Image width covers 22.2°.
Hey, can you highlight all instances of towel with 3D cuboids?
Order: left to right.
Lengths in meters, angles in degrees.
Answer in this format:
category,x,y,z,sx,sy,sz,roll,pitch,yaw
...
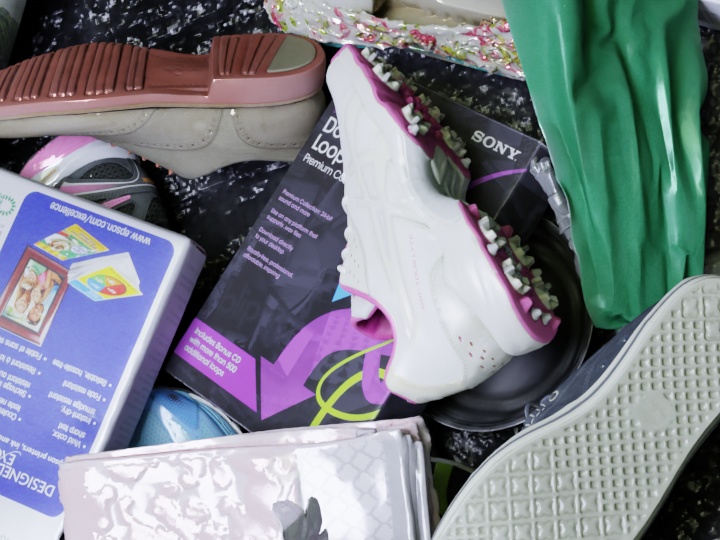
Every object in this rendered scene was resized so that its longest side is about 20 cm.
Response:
category,x,y,z,sx,sy,sz,roll,pitch,yaw
towel,-0.048,0.177,0.863,0.189,0.032,0.202,-9,85,19

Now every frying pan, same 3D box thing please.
category,x,y,z,sx,sy,sz,roll,pitch,yaw
frying pan,0.093,0.043,0.910,0.189,0.031,0.116,34,94,30

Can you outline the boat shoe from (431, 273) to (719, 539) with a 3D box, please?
category,x,y,z,sx,sy,sz,roll,pitch,yaw
boat shoe,0.107,0.084,0.836,0.075,0.062,0.200,43,80,2

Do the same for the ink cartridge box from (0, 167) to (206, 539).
category,x,y,z,sx,sy,sz,roll,pitch,yaw
ink cartridge box,-0.206,0.047,0.973,0.196,0.047,0.202,20,82,18

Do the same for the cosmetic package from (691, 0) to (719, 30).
category,x,y,z,sx,sy,sz,roll,pitch,yaw
cosmetic package,0.255,-0.173,0.871,0.199,0.052,0.152,20,86,29

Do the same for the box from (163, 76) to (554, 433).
category,x,y,z,sx,sy,sz,roll,pitch,yaw
box,0.000,0.000,0.941,0.143,0.036,0.201,30,86,41

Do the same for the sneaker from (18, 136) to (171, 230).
category,x,y,z,sx,sy,sz,roll,pitch,yaw
sneaker,-0.188,0.010,1.035,0.200,0.080,0.086,-46,65,11

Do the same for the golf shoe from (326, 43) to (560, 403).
category,x,y,z,sx,sy,sz,roll,pitch,yaw
golf shoe,0.015,-0.025,0.874,0.091,0.075,0.201,-40,50,17

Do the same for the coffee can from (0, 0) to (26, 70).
category,x,y,z,sx,sy,sz,roll,pitch,yaw
coffee can,-0.264,-0.181,1.077,0.145,0.146,0.202,12,85,28

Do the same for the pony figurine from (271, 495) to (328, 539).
category,x,y,z,sx,sy,sz,roll,pitch,yaw
pony figurine,-0.078,0.208,0.793,0.198,0.167,0.194,7,126,16

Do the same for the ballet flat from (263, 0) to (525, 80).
category,x,y,z,sx,sy,sz,roll,pitch,yaw
ballet flat,0.032,-0.150,0.966,0.198,0.064,0.076,12,60,26

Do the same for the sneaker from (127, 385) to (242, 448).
category,x,y,z,sx,sy,sz,roll,pitch,yaw
sneaker,-0.087,0.151,0.945,0.078,0.090,0.202,-26,69,20

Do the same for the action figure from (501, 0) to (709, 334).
category,x,y,z,sx,sy,sz,roll,pitch,yaw
action figure,0.124,-0.048,0.875,0.055,0.117,0.202,-166,64,-66

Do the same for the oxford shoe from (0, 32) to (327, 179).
category,x,y,z,sx,sy,sz,roll,pitch,yaw
oxford shoe,-0.115,-0.079,0.992,0.198,0.074,0.071,-1,34,7

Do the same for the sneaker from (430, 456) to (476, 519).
category,x,y,z,sx,sy,sz,roll,pitch,yaw
sneaker,0.065,0.143,0.875,0.199,0.083,0.072,26,90,29
